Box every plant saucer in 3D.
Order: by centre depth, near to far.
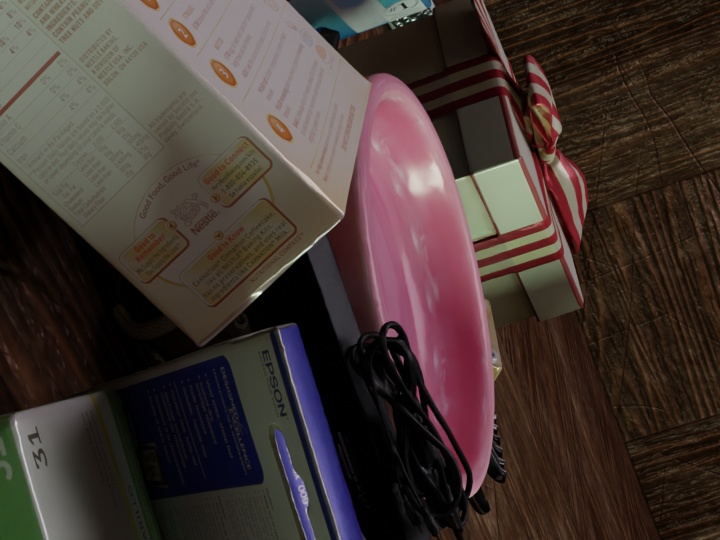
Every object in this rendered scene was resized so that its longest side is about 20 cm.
[{"bbox_3d":[0.012,0.011,0.795,0.200,0.051,0.201,-12,90,-74],"label":"plant saucer"}]

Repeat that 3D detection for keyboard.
[{"bbox_3d":[0.011,0.074,0.696,0.104,0.040,0.200,4,-63,58],"label":"keyboard"}]

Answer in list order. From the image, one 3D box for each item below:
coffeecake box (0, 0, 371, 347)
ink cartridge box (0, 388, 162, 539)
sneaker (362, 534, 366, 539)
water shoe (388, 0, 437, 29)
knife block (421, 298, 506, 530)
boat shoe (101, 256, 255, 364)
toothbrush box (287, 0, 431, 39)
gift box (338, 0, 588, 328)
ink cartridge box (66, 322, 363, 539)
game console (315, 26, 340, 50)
[{"bbox_3d":[-0.093,-0.091,0.595,0.200,0.073,0.154,44,18,-13],"label":"coffeecake box"},{"bbox_3d":[-0.099,0.115,0.491,0.200,0.048,0.146,0,73,-81],"label":"ink cartridge box"},{"bbox_3d":[-0.039,0.145,0.684,0.073,0.112,0.200,-9,50,-49],"label":"sneaker"},{"bbox_3d":[0.070,-0.262,1.878,0.079,0.071,0.200,-95,163,-58],"label":"water shoe"},{"bbox_3d":[0.005,0.086,1.057,0.200,0.176,0.064,17,36,-18],"label":"knife block"},{"bbox_3d":[-0.079,0.014,0.737,0.075,0.075,0.203,-40,116,-51],"label":"boat shoe"},{"bbox_3d":[-0.057,-0.175,0.905,0.200,0.146,0.085,24,48,-76],"label":"toothbrush box"},{"bbox_3d":[0.049,-0.075,1.161,0.185,0.186,0.200,58,18,-52],"label":"gift box"},{"bbox_3d":[-0.043,0.073,0.566,0.200,0.037,0.095,-21,-94,64],"label":"ink cartridge box"},{"bbox_3d":[0.000,0.000,0.880,0.200,0.118,0.171,-78,-178,-54],"label":"game console"}]
